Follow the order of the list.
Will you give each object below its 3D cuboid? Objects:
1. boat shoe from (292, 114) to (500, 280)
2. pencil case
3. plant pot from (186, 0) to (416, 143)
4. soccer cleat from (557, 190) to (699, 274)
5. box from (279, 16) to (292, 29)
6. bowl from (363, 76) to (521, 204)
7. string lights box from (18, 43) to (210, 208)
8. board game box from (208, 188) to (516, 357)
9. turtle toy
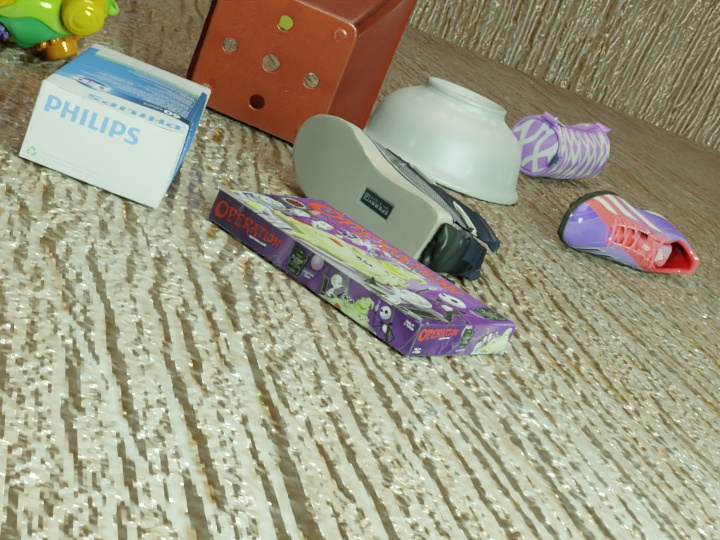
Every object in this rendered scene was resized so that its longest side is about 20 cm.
[{"bbox_3d":[0.028,-0.056,1.105,0.093,0.075,0.200,17,23,-48],"label":"boat shoe"},{"bbox_3d":[0.266,-0.166,1.787,0.084,0.086,0.200,32,16,24],"label":"pencil case"},{"bbox_3d":[-0.070,-0.230,1.337,0.199,0.200,0.176,23,28,0],"label":"plant pot"},{"bbox_3d":[0.284,-0.034,1.408,0.200,0.068,0.073,11,24,-47],"label":"soccer cleat"},{"bbox_3d":[-0.110,-0.415,2.101,0.200,0.075,0.050,32,19,25],"label":"box"},{"bbox_3d":[0.102,-0.157,1.503,0.200,0.091,0.201,21,15,-6],"label":"bowl"},{"bbox_3d":[-0.176,-0.113,0.995,0.102,0.059,0.200,21,15,-7],"label":"string lights box"},{"bbox_3d":[0.000,0.000,0.939,0.200,0.032,0.120,33,14,33],"label":"board game box"},{"bbox_3d":[-0.312,-0.254,1.188,0.199,0.101,0.146,15,41,-23],"label":"turtle toy"}]
